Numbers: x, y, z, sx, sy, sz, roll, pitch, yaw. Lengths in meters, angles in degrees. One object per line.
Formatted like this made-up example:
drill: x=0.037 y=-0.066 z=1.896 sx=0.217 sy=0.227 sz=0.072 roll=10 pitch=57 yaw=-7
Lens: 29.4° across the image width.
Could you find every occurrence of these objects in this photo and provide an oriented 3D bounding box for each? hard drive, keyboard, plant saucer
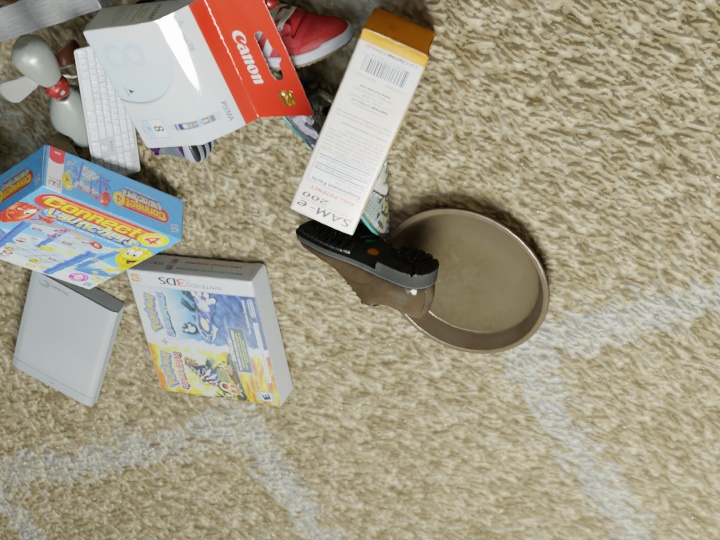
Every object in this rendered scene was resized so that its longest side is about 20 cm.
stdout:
hard drive: x=-0.403 y=0.089 z=1.882 sx=0.132 sy=0.027 sz=0.200 roll=28 pitch=131 yaw=4
keyboard: x=-0.287 y=-0.179 z=1.563 sx=0.011 sy=0.056 sz=0.200 roll=51 pitch=154 yaw=35
plant saucer: x=0.121 y=0.008 z=1.567 sx=0.200 sy=0.029 sz=0.200 roll=13 pitch=129 yaw=16

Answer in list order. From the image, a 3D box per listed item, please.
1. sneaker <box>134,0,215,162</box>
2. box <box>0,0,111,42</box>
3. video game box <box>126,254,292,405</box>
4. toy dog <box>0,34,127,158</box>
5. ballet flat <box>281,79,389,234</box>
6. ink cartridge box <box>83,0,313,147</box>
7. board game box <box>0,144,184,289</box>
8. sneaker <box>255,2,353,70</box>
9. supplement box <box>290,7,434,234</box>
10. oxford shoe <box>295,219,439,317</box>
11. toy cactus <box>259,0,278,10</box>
sneaker: x=-0.237 y=-0.209 z=1.551 sx=0.087 sy=0.074 sz=0.200 roll=3 pitch=126 yaw=30
box: x=-0.368 y=-0.299 z=1.567 sx=0.200 sy=0.039 sz=0.041 roll=-11 pitch=120 yaw=32
video game box: x=-0.192 y=0.075 z=1.758 sx=0.182 sy=0.047 sz=0.200 roll=6 pitch=126 yaw=25
toy dog: x=-0.342 y=-0.209 z=1.573 sx=0.096 sy=0.132 sz=0.200 roll=50 pitch=152 yaw=34
ballet flat: x=-0.011 y=-0.128 z=1.508 sx=0.072 sy=0.072 sz=0.200 roll=-25 pitch=112 yaw=37
ink cartridge box: x=-0.168 y=-0.205 z=1.431 sx=0.200 sy=0.047 sz=0.160 roll=0 pitch=134 yaw=28
board game box: x=-0.350 y=-0.059 z=1.653 sx=0.200 sy=0.056 sz=0.196 roll=22 pitch=147 yaw=-39
sneaker: x=-0.109 y=-0.274 z=1.440 sx=0.200 sy=0.071 sz=0.113 roll=1 pitch=127 yaw=28
supplement box: x=0.004 y=-0.153 z=1.395 sx=0.073 sy=0.126 sz=0.200 roll=23 pitch=111 yaw=-3
oxford shoe: x=0.000 y=0.000 z=1.559 sx=0.200 sy=0.073 sz=0.085 roll=29 pitch=132 yaw=37
toy cactus: x=-0.034 y=-0.350 z=1.327 sx=0.200 sy=0.102 sz=0.165 roll=-18 pitch=100 yaw=26
